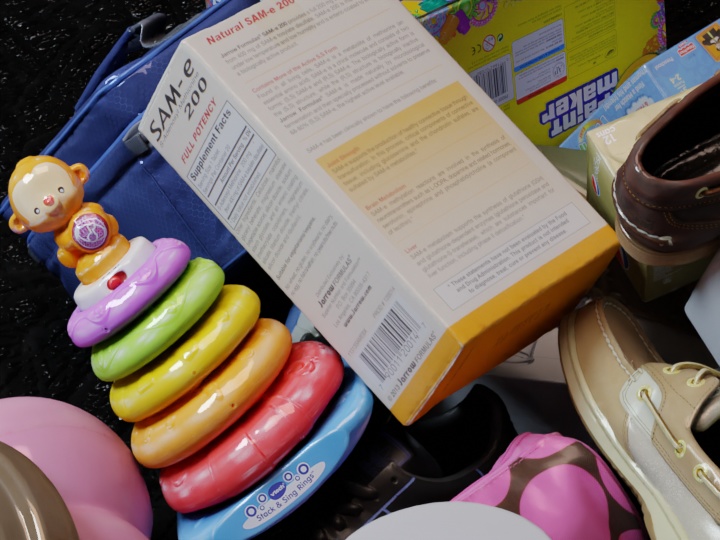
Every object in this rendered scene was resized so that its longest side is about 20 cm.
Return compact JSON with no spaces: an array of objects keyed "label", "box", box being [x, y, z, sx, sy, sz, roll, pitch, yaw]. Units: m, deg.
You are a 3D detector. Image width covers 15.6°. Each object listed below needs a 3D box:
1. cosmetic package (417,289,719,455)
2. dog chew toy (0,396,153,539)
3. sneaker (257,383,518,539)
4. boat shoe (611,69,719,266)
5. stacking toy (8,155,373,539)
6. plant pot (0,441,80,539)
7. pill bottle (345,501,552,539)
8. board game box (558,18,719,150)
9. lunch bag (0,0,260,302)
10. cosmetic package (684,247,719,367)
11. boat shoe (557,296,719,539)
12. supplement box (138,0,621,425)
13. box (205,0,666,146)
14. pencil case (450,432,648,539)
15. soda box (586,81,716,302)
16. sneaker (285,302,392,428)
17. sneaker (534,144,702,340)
[{"label":"cosmetic package","box":[0.142,0.033,1.377,0.199,0.052,0.151,5,39,17]},{"label":"dog chew toy","box":[-0.140,0.150,1.206,0.124,0.125,0.200,-18,43,-15]},{"label":"sneaker","box":[-0.008,0.121,1.253,0.199,0.078,0.070,-27,39,-26]},{"label":"boat shoe","box":[0.202,-0.074,1.213,0.200,0.070,0.070,-35,62,-18]},{"label":"stacking toy","box":[-0.093,0.025,1.232,0.116,0.200,0.110,-39,13,3]},{"label":"plant pot","box":[-0.220,0.157,1.133,0.200,0.093,0.202,-15,65,34]},{"label":"pill bottle","box":[0.041,0.197,1.027,0.113,0.201,0.114,-5,34,3]},{"label":"board game box","box":[0.204,-0.113,1.502,0.199,0.151,0.037,-30,82,-29]},{"label":"lunch bag","box":[-0.097,-0.058,1.398,0.132,0.200,0.136,48,49,1]},{"label":"cosmetic package","box":[0.292,0.038,1.209,0.199,0.123,0.200,-22,69,-22]},{"label":"boat shoe","box":[0.156,0.081,1.212,0.066,0.074,0.201,-45,49,22]},{"label":"supplement box","box":[0.009,-0.041,1.255,0.126,0.074,0.200,-30,72,-39]},{"label":"box","box":[0.044,-0.151,1.559,0.199,0.123,0.192,-27,36,-30]},{"label":"pencil case","box":[0.039,0.147,1.187,0.200,0.094,0.091,-32,2,-37]},{"label":"soda box","box":[0.211,-0.063,1.283,0.199,0.064,0.068,-22,59,-10]},{"label":"sneaker","box":[0.000,0.000,1.360,0.078,0.201,0.089,26,-9,-13]},{"label":"sneaker","box":[0.161,-0.025,1.354,0.200,0.067,0.090,27,50,29]}]
